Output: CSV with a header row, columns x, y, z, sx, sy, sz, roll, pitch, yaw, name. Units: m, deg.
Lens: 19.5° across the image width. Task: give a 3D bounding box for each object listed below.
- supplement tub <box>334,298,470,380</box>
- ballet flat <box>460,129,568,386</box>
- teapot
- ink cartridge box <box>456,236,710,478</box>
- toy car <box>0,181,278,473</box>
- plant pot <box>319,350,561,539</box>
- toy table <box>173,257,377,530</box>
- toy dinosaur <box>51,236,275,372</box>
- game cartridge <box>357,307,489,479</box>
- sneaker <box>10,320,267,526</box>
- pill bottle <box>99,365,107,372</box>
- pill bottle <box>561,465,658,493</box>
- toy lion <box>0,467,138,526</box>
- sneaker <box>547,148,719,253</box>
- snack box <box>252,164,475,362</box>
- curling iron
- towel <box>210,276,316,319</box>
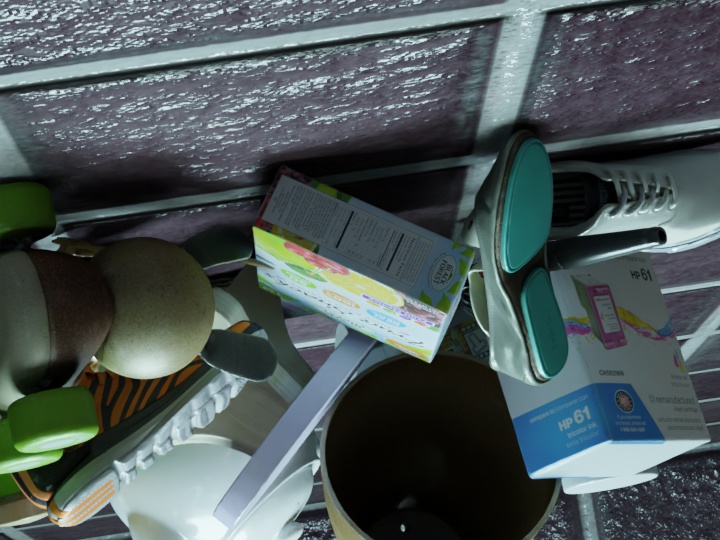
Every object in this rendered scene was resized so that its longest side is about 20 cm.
x,y,z,sx,sy,sz,roll,pitch,yaw,name
0.086,0.094,1.887,0.200,0.145,0.145,-7,168,-10,supplement tub
0.097,-0.008,1.426,0.064,0.200,0.067,16,-139,35,ballet flat
-0.101,0.169,1.742,0.200,0.146,0.197,-50,169,14,teapot
0.171,0.052,1.613,0.085,0.200,0.144,-30,158,35,ink cartridge box
-0.157,0.030,1.378,0.200,0.164,0.158,-8,169,-26,toy car
0.054,0.192,1.676,0.186,0.187,0.200,-7,149,-9,plant pot
-0.085,0.087,1.586,0.200,0.117,0.184,-52,176,-41,toy table
-0.165,0.013,1.474,0.106,0.060,0.200,23,133,-35,toy dinosaur
0.095,0.097,1.738,0.200,0.133,0.042,-27,172,35,game cartridge
-0.165,0.075,1.446,0.200,0.112,0.078,-37,163,-21,sneaker
-0.214,0.091,1.724,0.113,0.113,0.200,-10,168,4,pill bottle
0.192,0.083,1.771,0.112,0.200,0.112,-9,167,-2,pill bottle
-0.274,0.165,1.612,0.200,0.069,0.192,-17,175,15,toy lion
0.186,-0.046,1.473,0.200,0.073,0.071,-10,172,7,sneaker
0.000,0.000,1.453,0.142,0.053,0.200,25,169,3,snack box
0.140,-0.002,1.466,0.200,0.050,0.026,-23,-167,47,curling iron
-0.042,0.014,1.715,0.200,0.023,0.144,-12,169,16,towel
